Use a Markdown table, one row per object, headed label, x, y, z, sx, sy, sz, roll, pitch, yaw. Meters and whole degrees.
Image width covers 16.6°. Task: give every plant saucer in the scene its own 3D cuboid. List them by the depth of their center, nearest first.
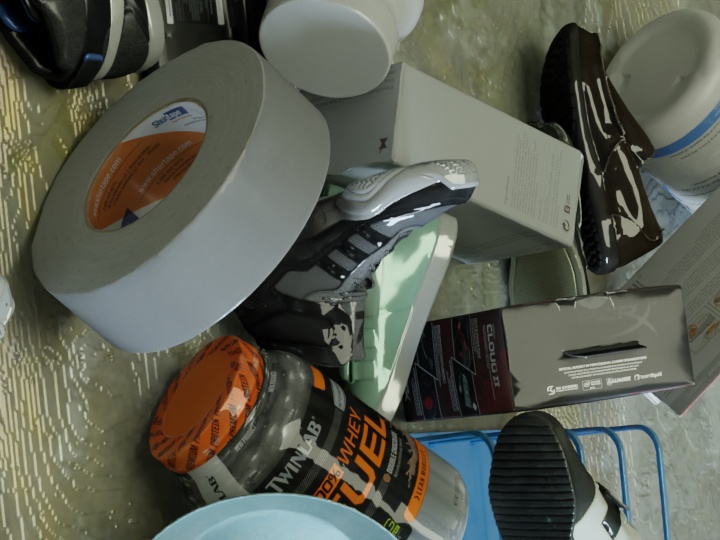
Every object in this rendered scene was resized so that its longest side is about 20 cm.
| label | x | y | z | sx | sy | sz | roll | pitch | yaw |
| --- | --- | --- | --- | --- | --- | --- | --- | --- | --- |
| plant saucer | -0.056 | 0.211 | 1.595 | 0.201 | 0.201 | 0.039 | 48 | 20 | -28 |

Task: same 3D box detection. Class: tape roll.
| label | x | y | z | sx | sy | sz | roll | pitch | yaw |
| --- | --- | --- | --- | --- | --- | --- | --- | --- | --- |
| tape roll | -0.114 | -0.048 | 1.552 | 0.066 | 0.200 | 0.201 | 43 | 55 | -31 |

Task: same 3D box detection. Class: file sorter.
| label | x | y | z | sx | sy | sz | roll | pitch | yaw |
| --- | --- | --- | --- | --- | --- | --- | --- | --- | --- |
| file sorter | 0.121 | 0.183 | 1.804 | 0.199 | 0.122 | 0.140 | 1 | 82 | -46 |

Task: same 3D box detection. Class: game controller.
| label | x | y | z | sx | sy | sz | roll | pitch | yaw |
| --- | --- | --- | --- | --- | --- | --- | --- | --- | --- |
| game controller | -0.111 | -0.185 | 1.705 | 0.104 | 0.042 | 0.201 | -4 | 85 | -31 |

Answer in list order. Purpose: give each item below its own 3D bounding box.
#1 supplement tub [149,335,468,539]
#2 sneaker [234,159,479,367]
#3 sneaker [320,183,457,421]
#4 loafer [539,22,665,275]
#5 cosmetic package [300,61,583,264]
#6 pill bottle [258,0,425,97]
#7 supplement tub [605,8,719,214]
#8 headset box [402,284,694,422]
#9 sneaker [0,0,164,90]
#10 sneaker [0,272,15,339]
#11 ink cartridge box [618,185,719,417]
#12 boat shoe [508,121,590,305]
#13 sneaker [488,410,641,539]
| label | x | y | z | sx | sy | sz | roll | pitch | yaw |
| --- | --- | --- | --- | --- | --- | --- | --- | --- | --- |
| supplement tub | -0.035 | 0.136 | 1.642 | 0.200 | 0.122 | 0.123 | 36 | 58 | -24 |
| sneaker | 0.000 | 0.000 | 1.669 | 0.075 | 0.199 | 0.114 | -24 | 94 | -78 |
| sneaker | -0.018 | 0.039 | 1.743 | 0.118 | 0.074 | 0.201 | 19 | 86 | -8 |
| loafer | 0.193 | -0.098 | 1.946 | 0.071 | 0.073 | 0.201 | -9 | 86 | -17 |
| cosmetic package | 0.056 | -0.075 | 1.795 | 0.200 | 0.113 | 0.082 | 25 | 65 | -42 |
| pill bottle | -0.003 | -0.224 | 1.737 | 0.116 | 0.116 | 0.201 | 44 | 44 | -30 |
| supplement tub | 0.301 | -0.111 | 2.035 | 0.200 | 0.132 | 0.132 | 39 | 57 | -33 |
| headset box | 0.133 | 0.060 | 1.756 | 0.148 | 0.200 | 0.075 | -7 | 87 | -25 |
| sneaker | -0.196 | -0.217 | 1.591 | 0.112 | 0.073 | 0.201 | -23 | 100 | -47 |
| sneaker | -0.246 | 0.043 | 1.493 | 0.099 | 0.078 | 0.201 | 1 | 83 | -49 |
| ink cartridge box | 0.284 | 0.020 | 1.904 | 0.200 | 0.176 | 0.045 | -46 | 120 | 0 |
| boat shoe | 0.152 | -0.017 | 1.908 | 0.067 | 0.072 | 0.201 | -11 | 90 | -52 |
| sneaker | 0.149 | 0.177 | 1.698 | 0.088 | 0.074 | 0.201 | -35 | 117 | -43 |
